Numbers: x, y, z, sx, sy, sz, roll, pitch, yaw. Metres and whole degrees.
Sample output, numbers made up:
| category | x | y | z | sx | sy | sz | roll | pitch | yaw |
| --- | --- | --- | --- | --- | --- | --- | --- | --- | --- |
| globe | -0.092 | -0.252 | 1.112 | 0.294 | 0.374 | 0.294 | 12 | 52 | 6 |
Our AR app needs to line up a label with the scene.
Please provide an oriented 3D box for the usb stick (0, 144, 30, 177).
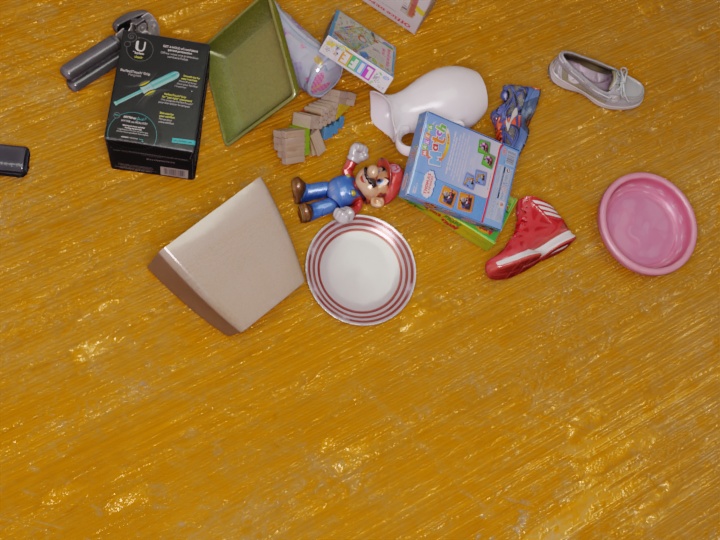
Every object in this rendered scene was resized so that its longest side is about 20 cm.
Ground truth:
| category | x | y | z | sx | sy | sz | roll | pitch | yaw |
| --- | --- | --- | --- | --- | --- | --- | --- | --- | --- |
| usb stick | -0.650 | -0.190 | 1.495 | 0.198 | 0.033 | 0.056 | 5 | 74 | -10 |

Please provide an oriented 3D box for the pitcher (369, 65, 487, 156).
| category | x | y | z | sx | sy | sz | roll | pitch | yaw |
| --- | --- | --- | --- | --- | --- | --- | --- | --- | --- |
| pitcher | 0.135 | -0.282 | 1.635 | 0.198 | 0.122 | 0.172 | -17 | 53 | -12 |

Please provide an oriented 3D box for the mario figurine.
| category | x | y | z | sx | sy | sz | roll | pitch | yaw |
| --- | --- | --- | --- | --- | --- | --- | --- | --- | --- |
| mario figurine | -0.019 | -0.153 | 1.579 | 0.198 | 0.106 | 0.125 | -16 | 102 | -10 |

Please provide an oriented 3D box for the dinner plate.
| category | x | y | z | sx | sy | sz | roll | pitch | yaw |
| --- | --- | --- | --- | --- | --- | --- | --- | --- | --- |
| dinner plate | 0.000 | 0.000 | 1.586 | 0.198 | 0.024 | 0.203 | 3 | 74 | -12 |

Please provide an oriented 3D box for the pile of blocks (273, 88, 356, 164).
| category | x | y | z | sx | sy | sz | roll | pitch | yaw |
| --- | --- | --- | --- | --- | --- | --- | --- | --- | --- |
| pile of blocks | -0.089 | -0.261 | 1.631 | 0.062 | 0.083 | 0.200 | 21 | 52 | 40 |

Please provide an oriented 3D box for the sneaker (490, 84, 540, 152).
| category | x | y | z | sx | sy | sz | roll | pitch | yaw |
| --- | --- | --- | --- | --- | --- | --- | --- | --- | --- |
| sneaker | 0.278 | -0.268 | 1.705 | 0.078 | 0.076 | 0.202 | 19 | 63 | 3 |

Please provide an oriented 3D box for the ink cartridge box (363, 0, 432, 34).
| category | x | y | z | sx | sy | sz | roll | pitch | yaw |
| --- | --- | --- | --- | --- | --- | --- | --- | --- | --- |
| ink cartridge box | 0.084 | -0.548 | 1.668 | 0.144 | 0.200 | 0.084 | 33 | 73 | -1 |

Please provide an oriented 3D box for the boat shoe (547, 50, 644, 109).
| category | x | y | z | sx | sy | sz | roll | pitch | yaw |
| --- | --- | --- | --- | --- | --- | --- | --- | --- | --- |
| boat shoe | 0.469 | -0.375 | 1.772 | 0.200 | 0.065 | 0.075 | 21 | 71 | -6 |

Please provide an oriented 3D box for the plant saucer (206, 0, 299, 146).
| category | x | y | z | sx | sy | sz | roll | pitch | yaw |
| --- | --- | --- | --- | --- | --- | --- | --- | --- | --- |
| plant saucer | -0.183 | -0.346 | 1.579 | 0.048 | 0.199 | 0.202 | -2 | 72 | -47 |

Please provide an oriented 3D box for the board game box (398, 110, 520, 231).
| category | x | y | z | sx | sy | sz | roll | pitch | yaw |
| --- | --- | --- | --- | --- | --- | --- | --- | --- | --- |
| board game box | 0.174 | -0.170 | 1.574 | 0.198 | 0.037 | 0.153 | 18 | 82 | -25 |

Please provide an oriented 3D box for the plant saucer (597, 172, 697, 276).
| category | x | y | z | sx | sy | sz | roll | pitch | yaw |
| --- | --- | --- | --- | --- | --- | --- | --- | --- | --- |
| plant saucer | 0.537 | -0.084 | 1.712 | 0.198 | 0.051 | 0.203 | 3 | 75 | -12 |

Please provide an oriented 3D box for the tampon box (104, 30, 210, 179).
| category | x | y | z | sx | sy | sz | roll | pitch | yaw |
| --- | --- | --- | --- | --- | --- | --- | --- | --- | --- |
| tampon box | -0.342 | -0.279 | 1.537 | 0.148 | 0.126 | 0.202 | 8 | 73 | -9 |

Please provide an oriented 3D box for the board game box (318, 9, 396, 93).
| category | x | y | z | sx | sy | sz | roll | pitch | yaw |
| --- | --- | --- | --- | --- | --- | --- | --- | --- | --- |
| board game box | -0.002 | -0.395 | 1.615 | 0.134 | 0.034 | 0.201 | 30 | 26 | -12 |

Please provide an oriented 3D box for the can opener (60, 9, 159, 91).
| category | x | y | z | sx | sy | sz | roll | pitch | yaw |
| --- | --- | --- | --- | --- | --- | --- | --- | --- | --- |
| can opener | -0.445 | -0.394 | 1.597 | 0.199 | 0.054 | 0.067 | -39 | 53 | -19 |

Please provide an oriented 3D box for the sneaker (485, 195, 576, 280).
| category | x | y | z | sx | sy | sz | roll | pitch | yaw |
| --- | --- | --- | --- | --- | --- | --- | --- | --- | --- |
| sneaker | 0.288 | -0.063 | 1.650 | 0.199 | 0.078 | 0.116 | -20 | 71 | -29 |

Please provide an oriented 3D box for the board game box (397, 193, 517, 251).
| category | x | y | z | sx | sy | sz | roll | pitch | yaw |
| --- | --- | --- | --- | --- | --- | --- | --- | --- | --- |
| board game box | 0.175 | -0.134 | 1.649 | 0.199 | 0.048 | 0.102 | 31 | 71 | -2 |

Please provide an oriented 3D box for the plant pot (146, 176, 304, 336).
| category | x | y | z | sx | sy | sz | roll | pitch | yaw |
| --- | --- | --- | --- | --- | --- | --- | --- | --- | --- |
| plant pot | -0.204 | -0.006 | 1.465 | 0.200 | 0.200 | 0.178 | -40 | 97 | -19 |

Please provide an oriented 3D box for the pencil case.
| category | x | y | z | sx | sy | sz | roll | pitch | yaw |
| --- | --- | --- | --- | --- | --- | --- | --- | --- | --- |
| pencil case | -0.119 | -0.399 | 1.615 | 0.083 | 0.091 | 0.200 | -24 | 62 | -44 |
